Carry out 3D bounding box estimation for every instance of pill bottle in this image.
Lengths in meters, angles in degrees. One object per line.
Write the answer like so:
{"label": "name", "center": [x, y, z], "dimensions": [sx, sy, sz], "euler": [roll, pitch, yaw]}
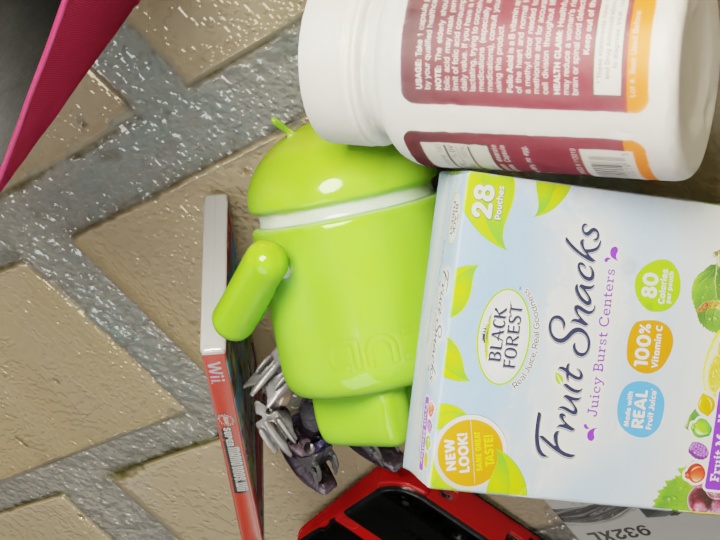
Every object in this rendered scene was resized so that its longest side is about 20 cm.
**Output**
{"label": "pill bottle", "center": [0.077, -0.108, 0.831], "dimensions": [0.199, 0.114, 0.114], "euler": [6, 135, 22]}

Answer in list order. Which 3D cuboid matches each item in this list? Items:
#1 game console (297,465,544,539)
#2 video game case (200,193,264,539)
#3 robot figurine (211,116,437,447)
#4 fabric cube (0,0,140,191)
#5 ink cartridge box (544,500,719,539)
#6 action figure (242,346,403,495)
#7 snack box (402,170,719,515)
{"label": "game console", "center": [0.067, 0.231, 1.258], "dimensions": [0.200, 0.031, 0.177], "euler": [35, 142, -10]}
{"label": "video game case", "center": [-0.085, 0.069, 1.079], "dimensions": [0.017, 0.143, 0.200], "euler": [-5, 134, 1]}
{"label": "robot figurine", "center": [0.000, 0.000, 0.943], "dimensions": [0.116, 0.175, 0.201], "euler": [-4, 101, 50]}
{"label": "fabric cube", "center": [-0.211, -0.192, 0.826], "dimensions": [0.200, 0.200, 0.196], "euler": [30, 140, -5]}
{"label": "ink cartridge box", "center": [0.183, 0.107, 1.022], "dimensions": [0.145, 0.084, 0.200], "euler": [-19, 122, 39]}
{"label": "action figure", "center": [-0.016, 0.082, 1.085], "dimensions": [0.069, 0.130, 0.200], "euler": [51, 164, 27]}
{"label": "snack box", "center": [0.134, 0.041, 0.871], "dimensions": [0.199, 0.169, 0.068], "euler": [6, -178, -11]}
